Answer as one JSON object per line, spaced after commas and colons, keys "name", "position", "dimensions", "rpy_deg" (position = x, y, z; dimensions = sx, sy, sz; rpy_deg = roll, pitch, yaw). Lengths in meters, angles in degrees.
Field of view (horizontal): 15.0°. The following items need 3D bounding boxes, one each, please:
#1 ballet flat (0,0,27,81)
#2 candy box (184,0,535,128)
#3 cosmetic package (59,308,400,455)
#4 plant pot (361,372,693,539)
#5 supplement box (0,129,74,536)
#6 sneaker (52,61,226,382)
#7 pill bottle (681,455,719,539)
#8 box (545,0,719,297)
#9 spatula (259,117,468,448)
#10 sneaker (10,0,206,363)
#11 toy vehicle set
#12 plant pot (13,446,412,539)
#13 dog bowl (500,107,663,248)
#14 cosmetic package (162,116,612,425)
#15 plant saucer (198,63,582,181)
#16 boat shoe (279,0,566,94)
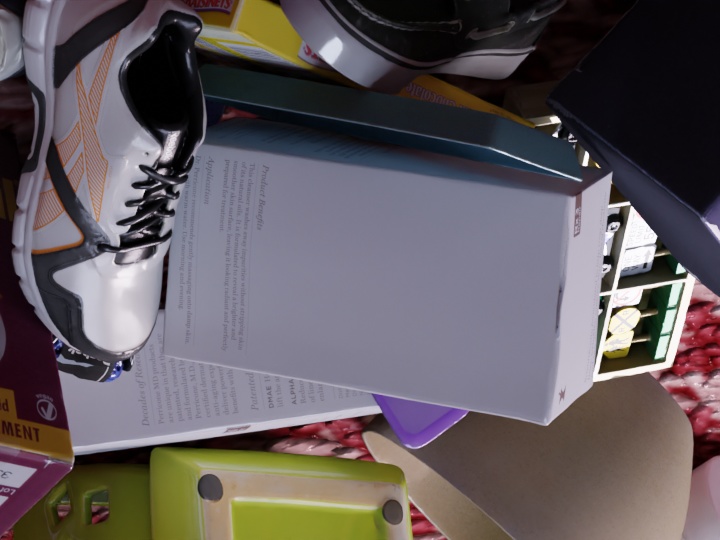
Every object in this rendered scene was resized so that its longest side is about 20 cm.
{"name": "ballet flat", "position": [-0.201, -0.115, 1.224], "dimensions": [0.073, 0.073, 0.200], "rpy_deg": [-35, 142, 27]}
{"name": "candy box", "position": [-0.017, -0.097, 1.310], "dimensions": [0.199, 0.102, 0.027], "rpy_deg": [21, 88, -42]}
{"name": "cosmetic package", "position": [-0.086, 0.056, 1.484], "dimensions": [0.199, 0.074, 0.102], "rpy_deg": [-9, 175, -10]}
{"name": "plant pot", "position": [0.117, 0.113, 1.604], "dimensions": [0.135, 0.200, 0.200], "rpy_deg": [-47, 147, -11]}
{"name": "supplement box", "position": [-0.226, 0.024, 1.296], "dimensions": [0.130, 0.201, 0.103], "rpy_deg": [15, 136, -38]}
{"name": "sneaker", "position": [-0.127, -0.011, 1.359], "dimensions": [0.080, 0.116, 0.199], "rpy_deg": [15, 132, -39]}
{"name": "pill bottle", "position": [0.189, 0.212, 1.814], "dimensions": [0.114, 0.115, 0.200], "rpy_deg": [20, 133, -41]}
{"name": "box", "position": [0.228, -0.081, 1.331], "dimensions": [0.198, 0.123, 0.200], "rpy_deg": [-47, 142, 0]}
{"name": "spatula", "position": [0.000, 0.000, 1.427], "dimensions": [0.056, 0.021, 0.201], "rpy_deg": [-34, 113, -10]}
{"name": "sneaker", "position": [-0.111, -0.044, 1.247], "dimensions": [0.074, 0.080, 0.201], "rpy_deg": [-25, 126, -40]}
{"name": "toy vehicle set", "position": [0.123, -0.019, 1.441], "dimensions": [0.124, 0.027, 0.201], "rpy_deg": [-10, 135, -19]}
{"name": "plant pot", "position": [-0.074, 0.202, 1.574], "dimensions": [0.199, 0.200, 0.181], "rpy_deg": [7, 160, -33]}
{"name": "dog bowl", "position": [0.090, -0.024, 1.490], "dimensions": [0.199, 0.050, 0.111], "rpy_deg": [15, 135, -38]}
{"name": "cosmetic package", "position": [0.012, -0.003, 1.294], "dimensions": [0.199, 0.114, 0.081], "rpy_deg": [10, -166, 17]}
{"name": "plant saucer", "position": [0.008, -0.070, 1.244], "dimensions": [0.199, 0.019, 0.070], "rpy_deg": [12, 178, 43]}
{"name": "boat shoe", "position": [0.034, -0.130, 1.267], "dimensions": [0.064, 0.071, 0.200], "rpy_deg": [-45, 164, 26]}
